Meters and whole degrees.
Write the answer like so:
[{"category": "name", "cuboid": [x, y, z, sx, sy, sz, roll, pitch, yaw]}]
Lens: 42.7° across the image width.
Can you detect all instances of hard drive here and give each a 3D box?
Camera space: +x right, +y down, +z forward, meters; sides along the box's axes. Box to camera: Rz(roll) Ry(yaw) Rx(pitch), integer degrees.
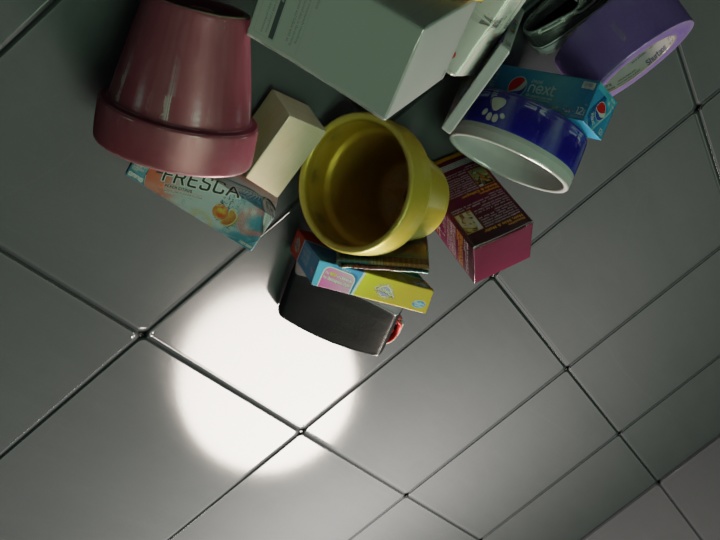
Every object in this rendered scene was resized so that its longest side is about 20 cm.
[{"category": "hard drive", "cuboid": [-0.035, 0.064, 1.542, 0.197, 0.043, 0.136, 22, 125, -3]}]

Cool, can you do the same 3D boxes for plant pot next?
[{"category": "plant pot", "cuboid": [-0.211, -0.231, 1.108, 0.197, 0.200, 0.182, 0, 115, -34]}, {"category": "plant pot", "cuboid": [0.038, -0.120, 1.385, 0.201, 0.201, 0.188, -50, 153, 20]}]

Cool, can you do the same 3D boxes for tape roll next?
[{"category": "tape roll", "cuboid": [0.401, -0.346, 1.408, 0.198, 0.086, 0.200, -33, 170, -6]}]

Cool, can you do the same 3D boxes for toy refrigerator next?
[{"category": "toy refrigerator", "cuboid": [-0.144, -0.152, 1.315, 0.075, 0.070, 0.201, 14, 123, -46]}]

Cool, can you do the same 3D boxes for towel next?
[{"category": "towel", "cuboid": [0.035, -0.032, 1.436, 0.144, 0.200, 0.022, 4, 107, 1]}]

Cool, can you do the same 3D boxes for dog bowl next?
[{"category": "dog bowl", "cuboid": [0.238, -0.195, 1.395, 0.199, 0.199, 0.080, 28, 87, -47]}]

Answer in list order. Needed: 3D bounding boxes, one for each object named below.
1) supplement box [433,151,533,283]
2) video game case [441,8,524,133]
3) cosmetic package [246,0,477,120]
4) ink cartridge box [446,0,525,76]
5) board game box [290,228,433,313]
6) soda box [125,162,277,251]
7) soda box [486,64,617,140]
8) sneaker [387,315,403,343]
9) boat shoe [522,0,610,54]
[{"category": "supplement box", "cuboid": [0.179, -0.092, 1.488, 0.109, 0.201, 0.086, -23, 141, -12]}, {"category": "video game case", "cuboid": [0.176, -0.288, 1.307, 0.018, 0.201, 0.144, 33, 123, -5]}, {"category": "cosmetic package", "cuboid": [0.008, -0.304, 1.097, 0.199, 0.198, 0.124, -45, 166, -55]}, {"category": "ink cartridge box", "cuboid": [0.140, -0.379, 1.206, 0.201, 0.146, 0.083, -54, 166, 25]}, {"category": "board game box", "cuboid": [0.000, 0.000, 1.456, 0.197, 0.153, 0.041, 15, 106, -23]}, {"category": "soda box", "cuboid": [-0.211, -0.113, 1.239, 0.198, 0.069, 0.064, 31, 114, -15]}, {"category": "soda box", "cuboid": [0.279, -0.256, 1.388, 0.067, 0.198, 0.065, 27, 88, -47]}, {"category": "sneaker", "cuboid": [0.037, 0.036, 1.595, 0.066, 0.108, 0.204, -16, 137, -19]}, {"category": "boat shoe", "cuboid": [0.327, -0.412, 1.375, 0.199, 0.072, 0.068, -37, 143, 16]}]
